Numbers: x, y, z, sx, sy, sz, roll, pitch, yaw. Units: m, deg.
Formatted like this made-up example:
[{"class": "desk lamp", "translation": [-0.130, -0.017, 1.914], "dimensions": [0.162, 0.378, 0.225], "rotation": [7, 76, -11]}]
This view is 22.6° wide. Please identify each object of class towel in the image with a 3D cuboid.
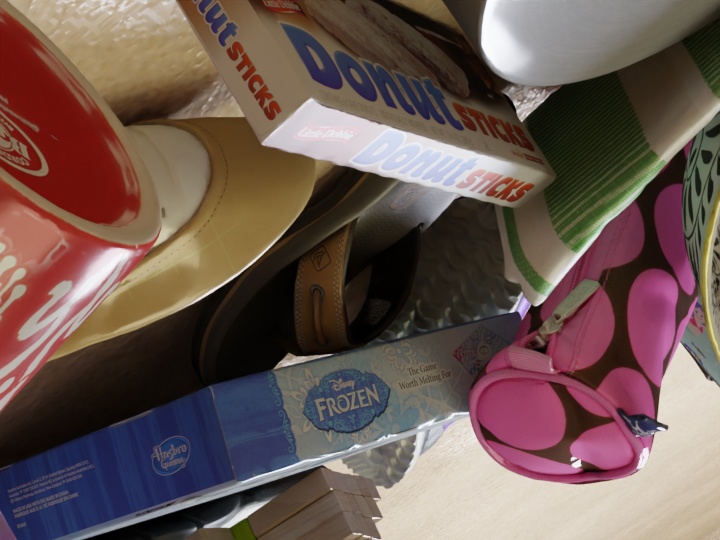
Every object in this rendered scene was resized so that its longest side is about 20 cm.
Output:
[{"class": "towel", "translation": [0.129, -0.082, 0.715], "dimensions": [0.200, 0.023, 0.153], "rotation": [-44, -166, 16]}]

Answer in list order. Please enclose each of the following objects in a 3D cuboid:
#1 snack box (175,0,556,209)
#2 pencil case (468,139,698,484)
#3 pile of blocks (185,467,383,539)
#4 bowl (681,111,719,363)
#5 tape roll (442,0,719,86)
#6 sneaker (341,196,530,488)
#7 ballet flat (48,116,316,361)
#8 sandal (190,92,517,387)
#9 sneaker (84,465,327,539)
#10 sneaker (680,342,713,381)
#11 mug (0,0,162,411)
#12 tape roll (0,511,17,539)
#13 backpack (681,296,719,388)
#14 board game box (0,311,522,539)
[{"class": "snack box", "translation": [0.005, -0.064, 0.610], "dimensions": [0.024, 0.072, 0.200], "rotation": [-38, 161, 20]}, {"class": "pencil case", "translation": [0.113, -0.007, 0.789], "dimensions": [0.090, 0.201, 0.094], "rotation": [-2, 138, 32]}, {"class": "pile of blocks", "translation": [-0.072, 0.163, 0.837], "dimensions": [0.198, 0.063, 0.082], "rotation": [-24, 158, -6]}, {"class": "bowl", "translation": [0.203, -0.045, 0.741], "dimensions": [0.199, 0.094, 0.202], "rotation": [-12, 124, -19]}, {"class": "tape roll", "translation": [0.104, -0.149, 0.577], "dimensions": [0.199, 0.066, 0.201], "rotation": [-30, 160, -12]}, {"class": "sneaker", "translation": [0.049, 0.018, 0.907], "dimensions": [0.099, 0.070, 0.201], "rotation": [-36, 163, -42]}, {"class": "ballet flat", "translation": [-0.103, -0.006, 0.593], "dimensions": [0.199, 0.069, 0.063], "rotation": [-31, 147, -12]}, {"class": "sandal", "translation": [0.000, 0.000, 0.783], "dimensions": [0.200, 0.055, 0.081], "rotation": [-40, 160, 24]}, {"class": "sneaker", "translation": [-0.090, 0.172, 0.931], "dimensions": [0.075, 0.117, 0.199], "rotation": [11, -166, 42]}, {"class": "sneaker", "translation": [0.249, 0.000, 1.111], "dimensions": [0.199, 0.107, 0.075], "rotation": [-22, 158, -31]}, {"class": "mug", "translation": [-0.165, 0.018, 0.452], "dimensions": [0.200, 0.134, 0.177], "rotation": [-42, 161, 14]}, {"class": "tape roll", "translation": [-0.161, 0.161, 0.690], "dimensions": [0.065, 0.201, 0.201], "rotation": [-23, 159, -25]}, {"class": "backpack", "translation": [0.238, -0.019, 0.945], "dimensions": [0.150, 0.178, 0.201], "rotation": [-31, 158, -23]}, {"class": "board game box", "translation": [-0.054, 0.076, 0.807], "dimensions": [0.199, 0.044, 0.198], "rotation": [-22, 172, 41]}]
